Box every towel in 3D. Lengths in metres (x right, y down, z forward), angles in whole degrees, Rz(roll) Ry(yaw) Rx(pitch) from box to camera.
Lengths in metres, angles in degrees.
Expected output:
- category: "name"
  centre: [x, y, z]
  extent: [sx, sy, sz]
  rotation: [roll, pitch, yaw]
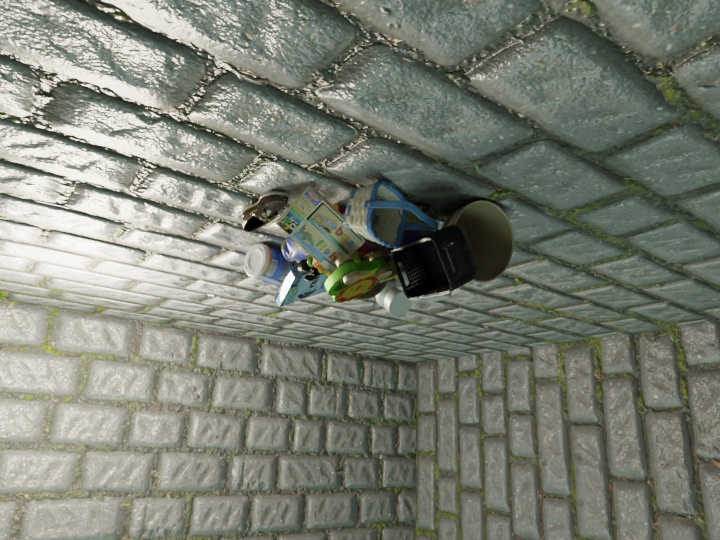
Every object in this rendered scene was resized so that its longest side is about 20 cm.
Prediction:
- category: "towel"
  centre: [0.127, -0.051, 1.534]
  extent: [0.197, 0.146, 0.023]
  rotation: [-22, 132, 35]

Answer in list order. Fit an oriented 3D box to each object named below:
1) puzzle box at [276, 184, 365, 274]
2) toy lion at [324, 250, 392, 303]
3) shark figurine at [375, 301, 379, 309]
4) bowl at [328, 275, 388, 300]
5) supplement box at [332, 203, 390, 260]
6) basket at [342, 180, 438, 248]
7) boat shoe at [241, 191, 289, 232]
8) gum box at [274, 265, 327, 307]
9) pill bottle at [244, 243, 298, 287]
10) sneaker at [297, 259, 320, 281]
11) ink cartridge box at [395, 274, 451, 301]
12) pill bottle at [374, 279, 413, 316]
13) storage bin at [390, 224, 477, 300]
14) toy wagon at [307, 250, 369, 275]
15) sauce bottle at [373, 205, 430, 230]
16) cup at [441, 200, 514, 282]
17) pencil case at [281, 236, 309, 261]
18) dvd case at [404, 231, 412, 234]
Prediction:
- category: "puzzle box"
  centre: [-0.098, -0.100, 1.386]
  extent: [0.199, 0.026, 0.133]
  rotation: [41, 110, -19]
- category: "toy lion"
  centre: [-0.020, 0.029, 1.474]
  extent: [0.197, 0.070, 0.191]
  rotation: [-8, 153, -46]
- category: "shark figurine"
  centre: [0.039, 0.025, 1.920]
  extent: [0.088, 0.214, 0.130]
  rotation: [-30, 141, -23]
- category: "bowl"
  centre: [0.000, 0.000, 1.660]
  extent: [0.194, 0.207, 0.094]
  rotation: [1, 164, 4]
- category: "supplement box"
  centre: [-0.028, -0.095, 1.526]
  extent: [0.196, 0.106, 0.130]
  rotation: [12, 160, -31]
- category: "basket"
  centre: [0.069, -0.132, 1.309]
  extent: [0.196, 0.143, 0.175]
  rotation: [12, 172, 33]
- category: "boat shoe"
  centre: [-0.250, -0.153, 1.443]
  extent: [0.071, 0.061, 0.197]
  rotation: [17, 158, -38]
- category: "gum box"
  centre: [-0.173, 0.033, 1.833]
  extent: [0.197, 0.045, 0.171]
  rotation: [-17, 154, -39]
- category: "pill bottle"
  centre: [-0.279, -0.009, 1.826]
  extent: [0.110, 0.115, 0.198]
  rotation: [-9, 160, 34]
- category: "sneaker"
  centre: [-0.115, -0.022, 1.687]
  extent: [0.103, 0.062, 0.198]
  rotation: [2, -157, 46]
- category: "ink cartridge box"
  centre: [0.190, -0.003, 1.662]
  extent: [0.081, 0.151, 0.198]
  rotation: [-14, 156, 37]
- category: "pill bottle"
  centre: [0.079, 0.046, 1.733]
  extent: [0.107, 0.201, 0.112]
  rotation: [-16, 130, -21]
- category: "storage bin"
  centre: [0.175, -0.016, 1.345]
  extent: [0.092, 0.138, 0.199]
  rotation: [-24, -177, -30]
- category: "toy wagon"
  centre: [-0.070, -0.025, 1.510]
  extent: [0.151, 0.041, 0.199]
  rotation: [-4, 163, 23]
- category: "sauce bottle"
  centre: [0.084, -0.139, 1.441]
  extent: [0.194, 0.067, 0.065]
  rotation: [3, 164, 6]
- category: "cup"
  centre: [0.281, -0.073, 1.442]
  extent: [0.195, 0.207, 0.142]
  rotation: [10, 176, -24]
- category: "pencil case"
  centre: [-0.146, -0.080, 1.635]
  extent: [0.196, 0.089, 0.077]
  rotation: [-10, -175, 38]
- category: "dvd case"
  centre: [0.182, -0.093, 1.657]
  extent: [0.195, 0.016, 0.148]
  rotation: [12, 160, -29]
